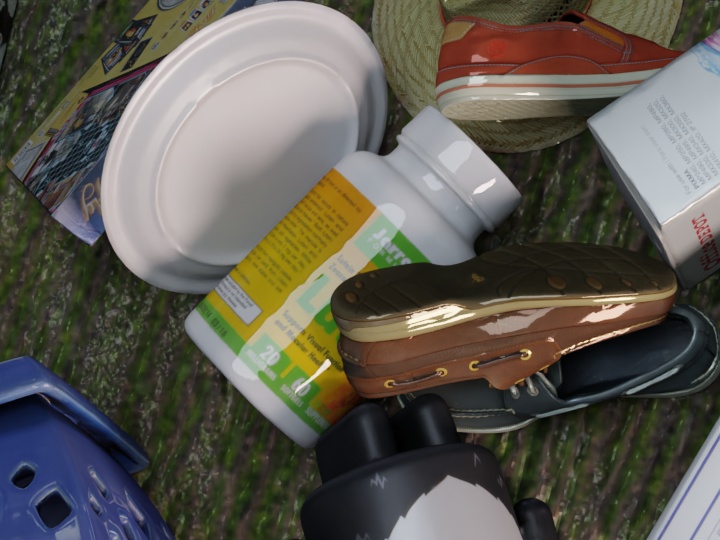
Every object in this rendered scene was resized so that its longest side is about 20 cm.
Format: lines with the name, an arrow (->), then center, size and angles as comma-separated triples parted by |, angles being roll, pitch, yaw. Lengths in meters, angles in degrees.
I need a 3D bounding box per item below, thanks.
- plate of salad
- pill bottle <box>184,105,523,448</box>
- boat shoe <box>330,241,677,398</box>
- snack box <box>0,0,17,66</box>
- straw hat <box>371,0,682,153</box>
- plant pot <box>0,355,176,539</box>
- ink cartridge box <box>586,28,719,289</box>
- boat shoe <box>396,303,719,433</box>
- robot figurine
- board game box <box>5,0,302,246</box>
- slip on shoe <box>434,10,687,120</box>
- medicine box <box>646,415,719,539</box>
plate of salad -> -0.072, -0.076, 1.427 | 0.200, 0.200, 0.048 | -45, 49, 0
pill bottle -> 0.000, 0.000, 1.426 | 0.200, 0.111, 0.111 | -46, 70, 0
boat shoe -> 0.083, 0.030, 1.366 | 0.199, 0.072, 0.068 | -8, 117, -7
snack box -> -0.291, -0.173, 1.583 | 0.116, 0.037, 0.201 | 8, 78, 16
straw hat -> 0.094, -0.178, 1.462 | 0.200, 0.085, 0.202 | -3, 76, 13
plant pot -> -0.215, 0.170, 1.398 | 0.199, 0.200, 0.180 | -20, 65, 9
ink cartridge box -> 0.240, -0.091, 1.371 | 0.200, 0.146, 0.083 | -34, 71, 3
boat shoe -> 0.113, 0.051, 1.411 | 0.199, 0.062, 0.073 | -7, 75, 12
robot figurine -> 0.038, 0.174, 1.364 | 0.150, 0.125, 0.201 | -19, 72, 8
board game box -> -0.131, -0.115, 1.486 | 0.035, 0.135, 0.200 | 42, 89, -25
slip on shoe -> 0.138, -0.125, 1.410 | 0.199, 0.074, 0.061 | -2, 80, -19
medicine box -> 0.284, 0.145, 1.323 | 0.200, 0.103, 0.183 | 30, 85, 19
